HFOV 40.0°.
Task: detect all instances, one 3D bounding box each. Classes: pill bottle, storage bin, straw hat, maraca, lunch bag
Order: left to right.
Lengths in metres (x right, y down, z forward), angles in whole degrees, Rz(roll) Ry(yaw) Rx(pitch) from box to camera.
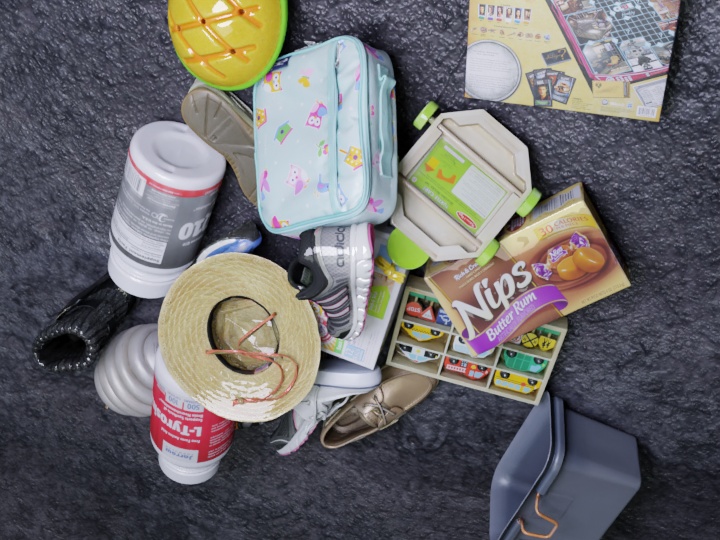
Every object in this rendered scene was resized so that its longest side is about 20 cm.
[{"bbox_3d":[-0.240,-0.069,1.198,0.113,0.114,0.201,26,130,1],"label":"pill bottle"},{"bbox_3d":[-0.212,0.179,1.271,0.111,0.113,0.201,19,130,7],"label":"pill bottle"},{"bbox_3d":[-0.132,-0.283,1.012,0.136,0.107,0.202,22,118,9],"label":"maraca"},{"bbox_3d":[-0.136,0.074,1.177,0.199,0.085,0.204,1,98,5],"label":"straw hat"},{"bbox_3d":[-0.035,-0.140,1.027,0.159,0.077,0.203,-10,78,39],"label":"lunch bag"},{"bbox_3d":[0.261,0.274,1.251,0.133,0.146,0.201,17,129,-5],"label":"storage bin"}]

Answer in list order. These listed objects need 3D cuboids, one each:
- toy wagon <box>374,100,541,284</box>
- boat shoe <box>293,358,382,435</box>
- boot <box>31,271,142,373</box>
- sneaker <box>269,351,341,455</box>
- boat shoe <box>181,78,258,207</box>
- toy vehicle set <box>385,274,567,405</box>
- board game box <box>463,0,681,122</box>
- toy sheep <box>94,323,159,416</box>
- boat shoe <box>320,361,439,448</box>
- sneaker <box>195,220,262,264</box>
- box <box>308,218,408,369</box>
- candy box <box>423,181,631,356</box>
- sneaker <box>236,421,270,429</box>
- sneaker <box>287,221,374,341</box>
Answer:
[{"bbox_3d":[0.087,-0.073,1.046,0.155,0.040,0.200,40,89,1],"label":"toy wagon"},{"bbox_3d":[-0.061,0.160,1.238,0.200,0.074,0.087,-4,97,25],"label":"boat shoe"},{"bbox_3d":[-0.387,0.092,1.339,0.079,0.158,0.211,39,128,-10],"label":"boot"},{"bbox_3d":[-0.076,0.156,1.331,0.086,0.080,0.201,35,116,1],"label":"sneaker"},{"bbox_3d":[-0.125,-0.140,1.149,0.073,0.063,0.201,-36,113,23],"label":"boat shoe"},{"bbox_3d":[0.139,0.086,1.209,0.198,0.027,0.125,15,125,4],"label":"toy vehicle set"},{"bbox_3d":[0.204,-0.225,0.970,0.198,0.035,0.137,10,127,14],"label":"board game box"},{"bbox_3d":[-0.289,0.136,1.357,0.138,0.138,0.200,44,125,-13],"label":"toy sheep"},{"bbox_3d":[0.025,0.180,1.307,0.071,0.065,0.200,43,125,-13],"label":"boat shoe"},{"bbox_3d":[-0.163,0.015,1.245,0.089,0.078,0.200,46,137,7],"label":"sneaker"},{"bbox_3d":[0.000,0.000,1.164,0.111,0.102,0.201,19,129,5],"label":"box"},{"bbox_3d":[0.184,0.001,1.103,0.199,0.057,0.117,-27,109,20],"label":"candy box"},{"bbox_3d":[-0.146,0.130,1.340,0.076,0.079,0.202,0,125,-11],"label":"sneaker"},{"bbox_3d":[-0.033,0.011,1.040,0.086,0.074,0.200,5,152,-2],"label":"sneaker"}]
